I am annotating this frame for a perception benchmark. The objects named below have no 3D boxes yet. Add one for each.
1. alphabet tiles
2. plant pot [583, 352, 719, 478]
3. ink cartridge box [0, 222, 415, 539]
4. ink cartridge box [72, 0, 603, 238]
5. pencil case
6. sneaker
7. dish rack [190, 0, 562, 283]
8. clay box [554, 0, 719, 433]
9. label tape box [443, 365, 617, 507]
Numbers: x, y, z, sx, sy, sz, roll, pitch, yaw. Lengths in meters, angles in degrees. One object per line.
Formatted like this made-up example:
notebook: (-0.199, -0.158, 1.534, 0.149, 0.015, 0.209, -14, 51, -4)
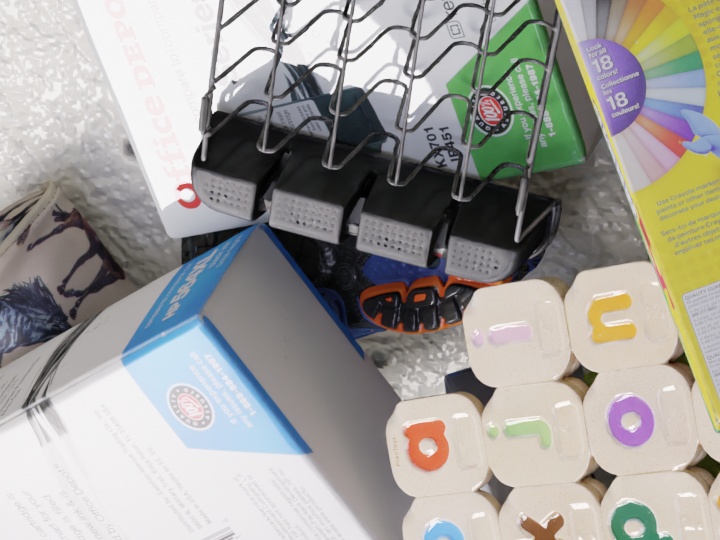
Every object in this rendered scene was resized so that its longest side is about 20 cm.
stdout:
alphabet tiles: (0.098, 0.100, 1.041, 0.195, 0.015, 0.202, -11, 90, 37)
plant pot: (0.199, 0.075, 1.103, 0.200, 0.200, 0.193, -39, 90, 33)
ink cartridge box: (-0.086, 0.092, 1.164, 0.199, 0.084, 0.146, -27, 110, 32)
ink cartridge box: (-0.009, -0.106, 1.120, 0.199, 0.083, 0.147, -10, 115, 25)
pencil case: (-0.120, 0.061, 1.260, 0.089, 0.078, 0.200, -39, 105, -10)
sneaker: (0.000, 0.000, 1.189, 0.199, 0.078, 0.076, -2, 97, 39)
dish rack: (0.013, -0.096, 1.039, 0.152, 0.055, 0.201, 14, 120, 9)
clay box: (0.144, -0.057, 0.949, 0.114, 0.048, 0.201, -20, 80, 4)
label tape box: (0.094, 0.152, 1.151, 0.066, 0.201, 0.144, -12, 131, -3)
